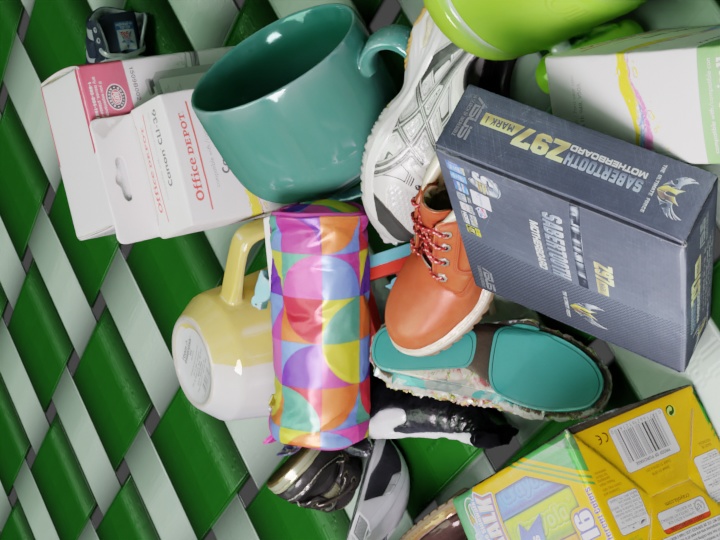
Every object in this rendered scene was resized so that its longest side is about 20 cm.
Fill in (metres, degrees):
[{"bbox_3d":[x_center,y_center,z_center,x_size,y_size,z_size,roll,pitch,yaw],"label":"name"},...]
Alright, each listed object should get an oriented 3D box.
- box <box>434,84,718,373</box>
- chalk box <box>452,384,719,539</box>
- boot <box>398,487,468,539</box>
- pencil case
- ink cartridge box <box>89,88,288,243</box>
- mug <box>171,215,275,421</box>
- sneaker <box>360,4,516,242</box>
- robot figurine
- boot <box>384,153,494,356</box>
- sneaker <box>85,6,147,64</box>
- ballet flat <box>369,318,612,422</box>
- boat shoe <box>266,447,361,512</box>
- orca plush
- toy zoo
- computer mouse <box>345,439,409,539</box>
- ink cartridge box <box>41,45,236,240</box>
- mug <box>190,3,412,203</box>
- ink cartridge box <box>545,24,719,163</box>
[{"bbox_3d":[0.136,-0.020,0.863,0.157,0.051,0.200,23,163,21],"label":"box"},{"bbox_3d":[0.158,0.183,0.983,0.200,0.124,0.124,-46,64,53],"label":"chalk box"},{"bbox_3d":[0.096,0.291,1.188,0.166,0.072,0.200,46,137,19],"label":"boot"},{"bbox_3d":[-0.035,0.045,1.101,0.088,0.088,0.201,14,105,53],"label":"pencil case"},{"bbox_3d":[-0.123,-0.098,1.218,0.067,0.199,0.117,-15,90,57],"label":"ink cartridge box"},{"bbox_3d":[-0.087,0.048,1.259,0.149,0.152,0.188,-7,95,60],"label":"mug"},{"bbox_3d":[0.063,-0.104,1.036,0.088,0.075,0.201,34,118,38],"label":"sneaker"},{"bbox_3d":[0.115,-0.204,0.900,0.200,0.115,0.176,-16,102,54],"label":"robot figurine"},{"bbox_3d":[0.060,-0.023,1.005,0.075,0.107,0.201,45,115,31],"label":"boot"},{"bbox_3d":[-0.237,-0.198,1.467,0.200,0.070,0.109,50,141,37],"label":"sneaker"},{"bbox_3d":[0.102,0.073,1.064,0.199,0.064,0.076,11,78,28],"label":"ballet flat"},{"bbox_3d":[-0.030,0.180,1.247,0.066,0.072,0.201,48,-176,5],"label":"boat shoe"},{"bbox_3d":[0.029,0.101,1.148,0.200,0.105,0.071,19,132,51],"label":"orca plush"},{"bbox_3d":[0.000,0.000,1.142,0.199,0.020,0.132,-18,87,23],"label":"toy zoo"},{"bbox_3d":[0.013,0.220,1.206,0.044,0.200,0.110,17,129,1],"label":"computer mouse"},{"bbox_3d":[-0.173,-0.122,1.285,0.083,0.199,0.147,-13,92,53],"label":"ink cartridge box"},{"bbox_3d":[-0.036,-0.123,1.121,0.185,0.152,0.115,20,146,55],"label":"mug"},{"bbox_3d":[0.191,-0.106,0.827,0.200,0.117,0.068,6,110,54],"label":"ink cartridge box"}]
